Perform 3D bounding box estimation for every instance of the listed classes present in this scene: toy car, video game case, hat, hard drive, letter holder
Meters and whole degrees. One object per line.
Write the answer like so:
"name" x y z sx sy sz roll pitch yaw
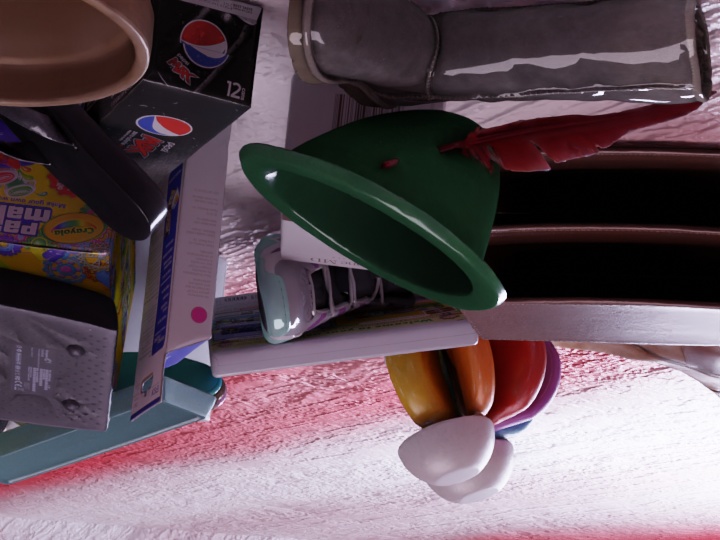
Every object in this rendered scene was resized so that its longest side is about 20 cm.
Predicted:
"toy car" 0.097 0.093 1.580 0.150 0.175 0.200 -22 158 8
"video game case" -0.020 0.039 1.439 0.199 0.022 0.182 -7 -167 -4
"hat" 0.054 -0.088 1.075 0.200 0.176 0.166 36 166 -31
"hard drive" -0.261 0.046 1.229 0.199 0.042 0.135 10 141 -4
"letter holder" 0.167 -0.017 1.257 0.199 0.101 0.142 1 162 18

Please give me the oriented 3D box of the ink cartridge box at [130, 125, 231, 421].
"ink cartridge box" -0.121 -0.001 1.234 0.037 0.201 0.095 11 164 -16

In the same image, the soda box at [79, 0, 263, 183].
"soda box" -0.127 -0.107 1.118 0.071 0.064 0.200 12 164 -22

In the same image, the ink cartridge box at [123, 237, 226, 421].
"ink cartridge box" -0.237 0.044 1.535 0.200 0.145 0.145 -3 164 27

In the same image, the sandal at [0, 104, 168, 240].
"sandal" -0.199 -0.089 1.091 0.200 0.043 0.076 43 154 -5

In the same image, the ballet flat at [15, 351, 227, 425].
"ballet flat" -0.201 0.096 1.387 0.199 0.069 0.071 6 121 -2

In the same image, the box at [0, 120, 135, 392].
"box" -0.264 -0.011 1.290 0.199 0.122 0.193 7 143 -2

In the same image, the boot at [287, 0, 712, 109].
"boot" 0.078 -0.122 0.976 0.200 0.073 0.182 7 179 21

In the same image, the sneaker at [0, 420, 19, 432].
"sneaker" -0.329 0.033 1.427 0.073 0.200 0.112 -30 158 32

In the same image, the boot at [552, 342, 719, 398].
"boot" 0.258 0.077 1.609 0.199 0.069 0.188 4 164 9

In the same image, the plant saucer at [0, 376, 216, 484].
"plant saucer" -0.203 0.120 1.341 0.200 0.019 0.070 -21 154 24

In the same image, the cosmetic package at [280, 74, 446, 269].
"cosmetic package" -0.001 -0.059 1.223 0.101 0.074 0.200 6 163 1

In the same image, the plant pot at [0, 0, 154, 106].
"plant pot" -0.197 -0.159 0.910 0.200 0.093 0.201 6 163 2

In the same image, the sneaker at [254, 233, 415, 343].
"sneaker" 0.000 0.000 1.376 0.139 0.078 0.200 -5 -167 8
